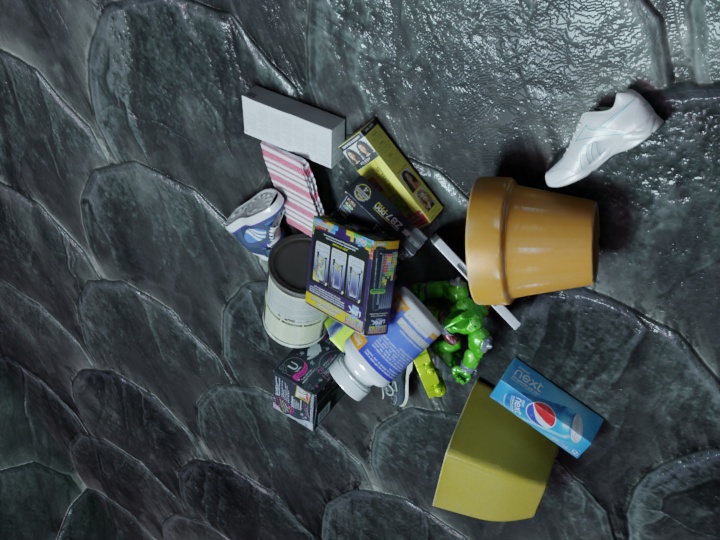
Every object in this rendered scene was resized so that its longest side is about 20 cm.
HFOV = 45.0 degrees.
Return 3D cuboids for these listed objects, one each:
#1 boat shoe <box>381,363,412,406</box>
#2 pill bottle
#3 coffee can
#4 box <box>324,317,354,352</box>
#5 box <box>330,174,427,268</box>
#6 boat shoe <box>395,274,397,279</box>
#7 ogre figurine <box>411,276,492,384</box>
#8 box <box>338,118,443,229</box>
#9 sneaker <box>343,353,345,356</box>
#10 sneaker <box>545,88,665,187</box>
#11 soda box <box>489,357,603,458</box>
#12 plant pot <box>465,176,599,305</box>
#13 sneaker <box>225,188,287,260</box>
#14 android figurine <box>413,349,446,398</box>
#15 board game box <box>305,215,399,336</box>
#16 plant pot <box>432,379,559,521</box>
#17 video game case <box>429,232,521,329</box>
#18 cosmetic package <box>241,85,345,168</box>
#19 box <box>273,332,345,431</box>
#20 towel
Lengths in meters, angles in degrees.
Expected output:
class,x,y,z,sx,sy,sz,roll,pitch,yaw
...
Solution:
class,x,y,z,sx,sy,sz,roll,pitch,yaw
boat shoe,0.070,0.220,1.809,0.061,0.075,0.201,-8,144,-9
pill bottle,0.041,0.135,1.553,0.112,0.200,0.112,46,-174,-6
coffee can,-0.122,0.045,1.767,0.146,0.147,0.201,32,145,13
box,-0.009,0.089,1.670,0.048,0.122,0.200,47,179,-8
box,0.027,-0.078,1.566,0.161,0.049,0.200,42,165,-2
boat shoe,0.002,0.002,1.636,0.073,0.063,0.200,48,172,-26
ogre figurine,0.177,0.100,1.607,0.120,0.097,0.202,-35,57,47
box,0.053,-0.162,1.520,0.200,0.050,0.075,51,142,-11
sneaker,-0.001,0.168,1.773,0.200,0.081,0.074,103,156,-66
sneaker,0.337,-0.189,1.251,0.081,0.070,0.200,55,135,0
soda box,0.348,0.257,1.631,0.199,0.068,0.064,35,141,11
plant pot,0.272,-0.045,1.347,0.181,0.201,0.202,1,127,20
sneaker,-0.173,-0.081,1.762,0.146,0.081,0.199,40,148,-23
android figurine,0.119,0.161,1.666,0.041,0.200,0.183,-22,115,2
board game box,-0.018,0.005,1.522,0.199,0.056,0.167,26,114,52
plant pot,0.275,0.376,1.712,0.198,0.196,0.195,20,136,14
video game case,0.197,0.015,1.511,0.200,0.017,0.143,47,-174,-3
cosmetic package,-0.122,-0.263,1.581,0.199,0.051,0.083,25,135,22
box,-0.089,0.216,1.863,0.114,0.200,0.133,27,138,20
towel,-0.119,-0.150,1.664,0.146,0.030,0.201,30,147,45
